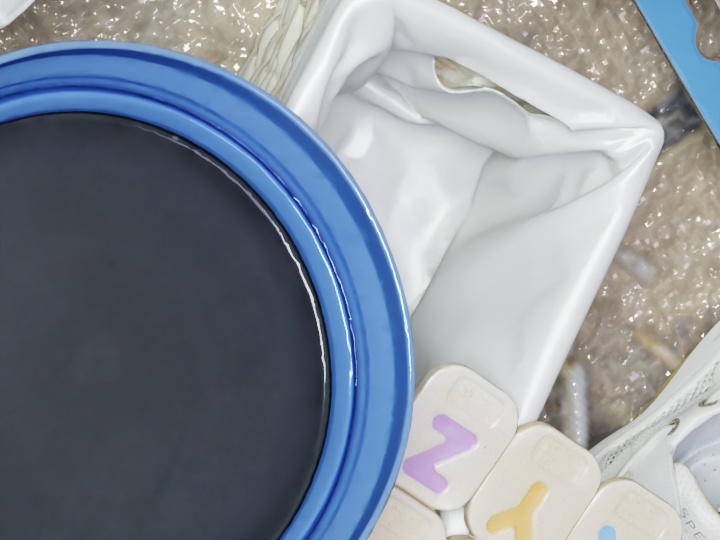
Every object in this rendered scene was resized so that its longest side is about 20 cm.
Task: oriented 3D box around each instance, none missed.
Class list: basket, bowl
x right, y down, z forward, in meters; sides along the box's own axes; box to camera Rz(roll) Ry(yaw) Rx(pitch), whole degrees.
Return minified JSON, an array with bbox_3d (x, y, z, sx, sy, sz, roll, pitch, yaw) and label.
[{"bbox_3d":[0.000,0.000,0.885,0.135,0.123,0.201,25,94,-17],"label":"basket"},{"bbox_3d":[-0.079,0.028,0.753,0.200,0.039,0.202,5,77,-24],"label":"bowl"}]

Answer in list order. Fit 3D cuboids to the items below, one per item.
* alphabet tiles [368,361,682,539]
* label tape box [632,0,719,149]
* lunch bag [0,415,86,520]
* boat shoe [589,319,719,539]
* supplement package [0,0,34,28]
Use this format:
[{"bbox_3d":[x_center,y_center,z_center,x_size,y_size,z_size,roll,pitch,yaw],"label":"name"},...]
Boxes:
[{"bbox_3d":[0.022,0.141,0.847,0.200,0.015,0.196,35,91,-19],"label":"alphabet tiles"},{"bbox_3d":[0.192,-0.139,0.938,0.200,0.063,0.145,-35,107,-6],"label":"label tape box"},{"bbox_3d":[-0.186,0.021,0.828,0.199,0.168,0.139,25,130,-18],"label":"lunch bag"},{"bbox_3d":[0.130,0.096,0.963,0.071,0.069,0.200,37,91,-19],"label":"boat shoe"},{"bbox_3d":[-0.176,-0.176,0.786,0.200,0.117,0.117,52,50,-19],"label":"supplement package"}]
